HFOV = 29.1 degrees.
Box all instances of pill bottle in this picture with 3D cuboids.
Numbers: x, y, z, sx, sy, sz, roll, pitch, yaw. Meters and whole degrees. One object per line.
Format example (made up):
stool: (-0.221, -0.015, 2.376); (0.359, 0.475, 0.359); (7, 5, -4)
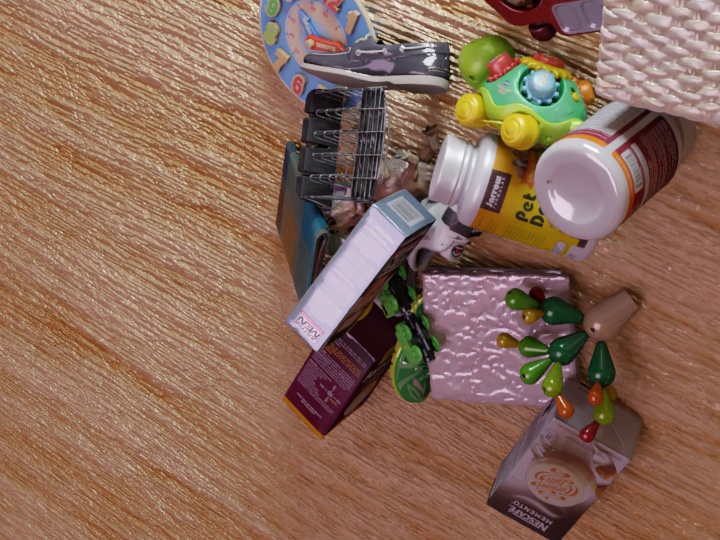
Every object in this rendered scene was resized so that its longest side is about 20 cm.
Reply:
pill bottle: (0.277, -0.120, 1.484); (0.108, 0.199, 0.111); (20, 126, 30)
pill bottle: (0.182, -0.090, 1.596); (0.197, 0.110, 0.110); (17, 130, -4)

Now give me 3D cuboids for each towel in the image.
towel: (-0.081, -0.059, 1.880); (0.201, 0.021, 0.148); (-110, 25, -47)
towel: (0.179, 0.085, 1.773); (0.197, 0.032, 0.194); (3, 115, 20)

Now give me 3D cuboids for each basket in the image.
basket: (0.354, -0.258, 1.369); (0.198, 0.160, 0.201); (19, 124, 30)

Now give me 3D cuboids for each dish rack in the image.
dish rack: (-0.014, -0.153, 1.705); (0.199, 0.054, 0.156); (7, 92, 58)

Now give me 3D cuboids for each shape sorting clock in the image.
shape sorting clock: (-0.057, -0.297, 1.790); (0.198, 0.039, 0.203); (21, 126, 32)

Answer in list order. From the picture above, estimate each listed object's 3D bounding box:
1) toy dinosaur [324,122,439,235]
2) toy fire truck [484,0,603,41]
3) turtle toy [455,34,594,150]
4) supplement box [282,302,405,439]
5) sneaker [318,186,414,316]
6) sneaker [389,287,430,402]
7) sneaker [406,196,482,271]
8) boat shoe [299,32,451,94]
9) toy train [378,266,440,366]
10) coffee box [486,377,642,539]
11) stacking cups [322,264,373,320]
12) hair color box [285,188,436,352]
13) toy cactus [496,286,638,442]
toy dinosaur: (0.051, -0.109, 1.780); (0.197, 0.086, 0.137); (2, 127, 22)
toy fire truck: (0.202, -0.324, 1.512); (0.198, 0.113, 0.169); (-2, 131, 42)
turtle toy: (0.183, -0.202, 1.578); (0.199, 0.144, 0.102); (32, 110, 42)
supplement box: (-0.016, 0.130, 1.949); (0.086, 0.110, 0.201); (43, 135, 12)
sneaker: (0.004, -0.026, 1.886); (0.201, 0.074, 0.099); (57, 159, -3)
sneaker: (0.095, 0.108, 1.866); (0.083, 0.074, 0.202); (34, 132, 26)
sneaker: (0.126, -0.061, 1.717); (0.199, 0.073, 0.090); (-32, 64, 43)
boat shoe: (0.020, -0.259, 1.714); (0.197, 0.073, 0.064); (9, 86, 23)
toy train: (0.043, 0.030, 1.783); (0.202, 0.041, 0.056); (64, 157, 3)
coffee box: (0.259, 0.246, 1.777); (0.113, 0.080, 0.201); (28, 133, 0)
stacking cups: (-0.045, 0.018, 1.891); (0.200, 0.060, 0.061); (29, 138, 66)
hair color box: (0.000, 0.000, 1.706); (0.061, 0.099, 0.201); (43, 118, 10)
toy cactus: (0.265, 0.089, 1.677); (0.164, 0.102, 0.201); (-38, 72, 7)
